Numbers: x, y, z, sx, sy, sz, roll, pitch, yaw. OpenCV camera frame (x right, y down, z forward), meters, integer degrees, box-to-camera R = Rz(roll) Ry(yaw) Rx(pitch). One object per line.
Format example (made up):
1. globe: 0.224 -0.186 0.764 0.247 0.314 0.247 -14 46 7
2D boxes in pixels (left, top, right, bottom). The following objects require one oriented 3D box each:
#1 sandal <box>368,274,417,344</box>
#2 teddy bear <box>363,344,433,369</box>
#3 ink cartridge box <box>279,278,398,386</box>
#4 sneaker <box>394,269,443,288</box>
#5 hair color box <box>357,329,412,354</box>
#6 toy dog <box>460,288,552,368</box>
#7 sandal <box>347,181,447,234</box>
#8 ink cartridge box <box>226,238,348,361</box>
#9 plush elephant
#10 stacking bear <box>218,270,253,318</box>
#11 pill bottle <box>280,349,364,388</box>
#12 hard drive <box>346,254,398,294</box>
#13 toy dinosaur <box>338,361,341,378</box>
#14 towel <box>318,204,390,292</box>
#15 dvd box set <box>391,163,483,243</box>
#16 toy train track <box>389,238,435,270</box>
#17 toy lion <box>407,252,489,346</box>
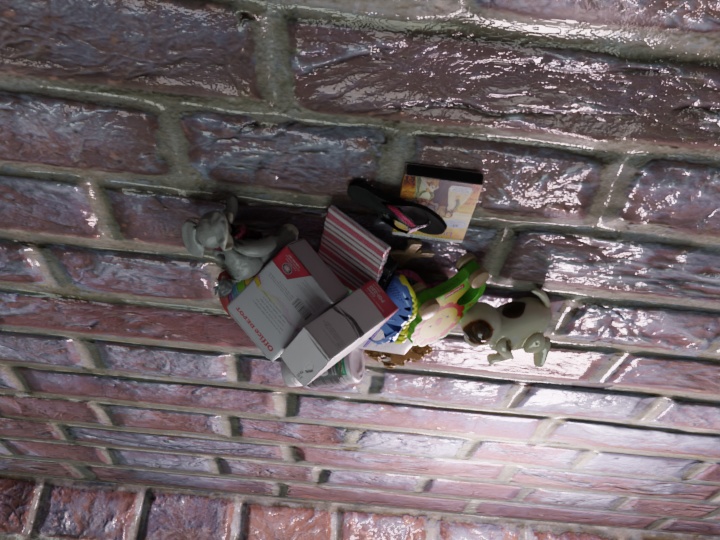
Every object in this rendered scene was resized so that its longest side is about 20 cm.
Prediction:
1. sandal: 0.062 0.091 1.678 0.087 0.080 0.201 -13 139 -21
2. teddy bear: 0.095 0.199 2.077 0.144 0.067 0.200 22 153 -11
3. ink cartridge box: -0.042 0.121 1.583 0.085 0.200 0.146 49 143 6
4. sneaker: 0.113 0.051 1.795 0.199 0.080 0.095 19 163 -40
5. hair color box: 0.031 0.126 1.833 0.199 0.065 0.109 9 142 -25
6. toy dog: 0.321 0.128 1.826 0.199 0.140 0.195 2 136 -15
7. sandal: 0.063 -0.103 1.518 0.199 0.045 0.075 22 150 3
8. ink cartridge box: -0.144 0.057 1.608 0.200 0.086 0.148 -42 85 28
9. plush elephant: -0.253 -0.066 1.577 0.164 0.200 0.155 0 129 40
10. stacking bear: -0.210 0.023 1.769 0.121 0.114 0.200 25 139 -31
11. pill bottle: -0.098 0.245 2.117 0.199 0.114 0.113 -10 147 22
12. hard drive: 0.000 0.000 1.699 0.139 0.038 0.200 38 150 12
13. toy dinosaur: -0.073 0.126 1.772 0.060 0.200 0.107 -28 130 -4
14. towel: -0.015 -0.032 1.613 0.146 0.030 0.200 36 147 14
15. dvd box set: 0.141 -0.123 1.541 0.145 0.030 0.200 8 150 -2
16. toy train track: 0.083 -0.029 1.712 0.114 0.033 0.200 0 158 -17
17. toy lion: 0.181 0.077 1.743 0.199 0.069 0.192 -31 147 -9
